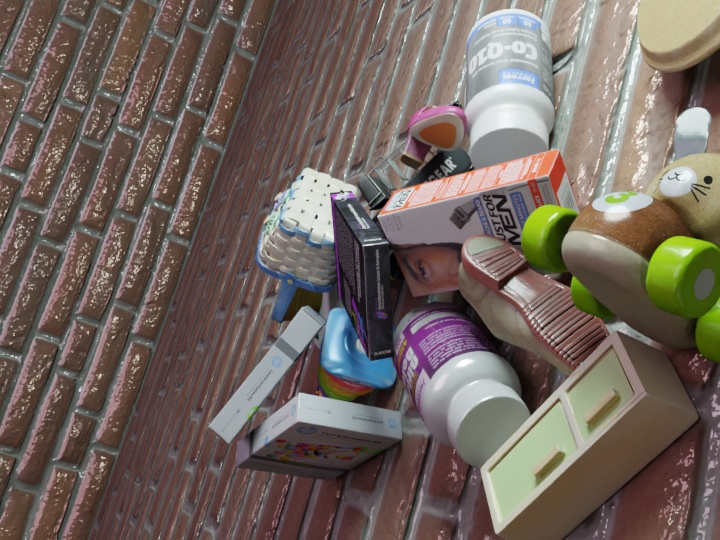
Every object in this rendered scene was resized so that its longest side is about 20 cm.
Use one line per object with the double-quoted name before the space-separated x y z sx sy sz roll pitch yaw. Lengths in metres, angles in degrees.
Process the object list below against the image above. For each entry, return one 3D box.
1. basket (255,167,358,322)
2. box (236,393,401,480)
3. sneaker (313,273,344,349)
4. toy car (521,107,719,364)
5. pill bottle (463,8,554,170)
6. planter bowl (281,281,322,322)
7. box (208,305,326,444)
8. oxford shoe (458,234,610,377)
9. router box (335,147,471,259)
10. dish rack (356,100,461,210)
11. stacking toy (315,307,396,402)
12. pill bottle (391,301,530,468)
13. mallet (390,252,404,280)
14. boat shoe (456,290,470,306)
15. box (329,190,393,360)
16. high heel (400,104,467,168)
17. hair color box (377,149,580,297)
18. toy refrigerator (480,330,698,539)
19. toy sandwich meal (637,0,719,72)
"basket" -0.081 -0.040 1.203 0.202 0.137 0.178 108 -179 -46
"box" -0.060 0.230 1.081 0.200 0.154 0.042 -43 41 46
"sneaker" -0.043 0.043 1.320 0.118 0.073 0.204 -174 95 -72
"toy car" 0.262 -0.052 0.647 0.202 0.157 0.164 -57 33 -6
"pill bottle" 0.186 -0.220 1.004 0.114 0.112 0.203 -41 34 48
"planter bowl" -0.076 0.008 1.409 0.200 0.082 0.204 17 -90 -86
"box" -0.124 0.140 1.119 0.201 0.041 0.156 -51 -1 -2
"oxford shoe" 0.173 0.050 0.791 0.200 0.070 0.076 49 147 32
"router box" 0.064 -0.086 1.129 0.200 0.051 0.149 -47 1 -44
"dish rack" 0.081 -0.175 1.206 0.199 0.055 0.153 -40 0 10
"stacking toy" -0.027 0.156 1.192 0.201 0.114 0.111 122 163 -52
"pill bottle" 0.108 0.122 0.869 0.114 0.111 0.200 -62 22 13
"mallet" 0.059 0.007 1.202 0.200 0.065 0.042 135 133 -74
"boat shoe" 0.144 0.017 0.956 0.200 0.069 0.067 -147 44 -64
"box" 0.000 0.000 0.980 0.200 0.035 0.145 -117 21 -65
"high heel" 0.104 -0.199 1.029 0.200 0.066 0.097 129 165 -78
"hair color box" 0.130 -0.046 0.858 0.197 0.112 0.064 -11 27 34
"toy refrigerator" 0.190 0.153 0.702 0.201 0.069 0.077 -54 25 30
"toy sandwich meal" 0.346 -0.269 0.748 0.206 0.069 0.207 -57 22 37
